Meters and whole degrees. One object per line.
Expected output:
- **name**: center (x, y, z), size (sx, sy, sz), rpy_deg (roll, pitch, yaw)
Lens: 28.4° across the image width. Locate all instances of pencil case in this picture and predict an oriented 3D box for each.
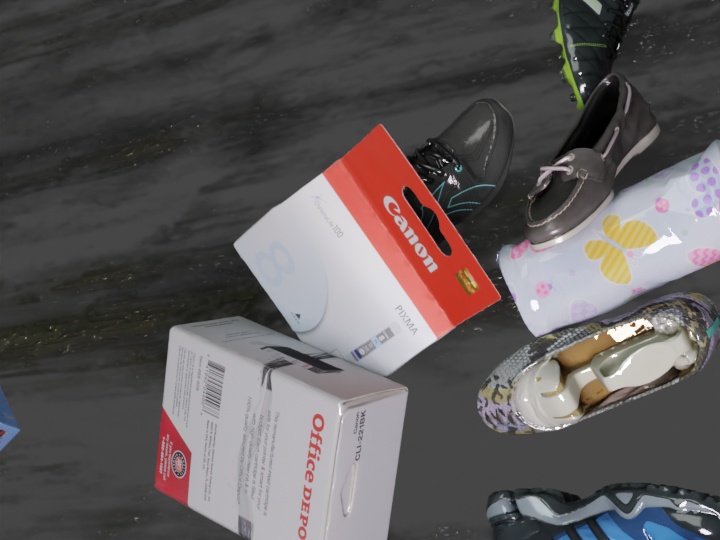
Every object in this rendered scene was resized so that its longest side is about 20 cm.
- **pencil case**: center (0.202, -0.020, 1.057), size (0.199, 0.091, 0.084), rpy_deg (-28, 82, 24)

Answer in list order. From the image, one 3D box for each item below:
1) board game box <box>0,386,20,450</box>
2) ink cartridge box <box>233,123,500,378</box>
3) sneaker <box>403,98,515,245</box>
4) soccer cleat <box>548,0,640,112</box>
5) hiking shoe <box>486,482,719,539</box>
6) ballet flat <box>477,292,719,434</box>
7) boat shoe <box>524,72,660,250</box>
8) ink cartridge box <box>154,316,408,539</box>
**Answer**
- **board game box**: center (-0.446, 0.173, 1.455), size (0.200, 0.037, 0.152), rpy_deg (-45, 52, 11)
- **ink cartridge box**: center (0.000, 0.000, 1.106), size (0.161, 0.047, 0.200), rpy_deg (55, 144, 1)
- **sneaker**: center (0.054, -0.063, 1.183), size (0.075, 0.079, 0.201), rpy_deg (37, 92, 40)
- **soccer cleat**: center (0.198, -0.222, 1.164), size (0.080, 0.068, 0.202), rpy_deg (-7, 65, 20)
- **hiking shoe**: center (0.177, 0.196, 0.994), size (0.199, 0.074, 0.088), rpy_deg (-12, 70, 42)
- **ballet flat**: center (0.168, 0.075, 1.039), size (0.199, 0.072, 0.073), rpy_deg (-26, 57, 22)
- **boat shoe**: center (0.163, -0.084, 1.060), size (0.067, 0.057, 0.200), rpy_deg (-20, 18, 41)
- **ink cartridge box**: center (-0.066, 0.136, 1.142), size (0.199, 0.083, 0.146), rpy_deg (20, 109, 40)
